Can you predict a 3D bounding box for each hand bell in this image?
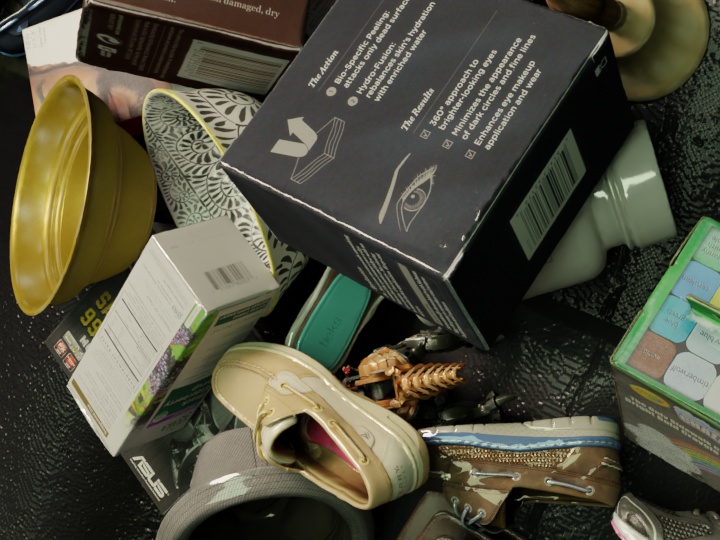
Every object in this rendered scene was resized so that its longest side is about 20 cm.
[{"bbox_3d":[0.168,-0.182,1.003,0.103,0.200,0.105,-1,88,27],"label":"hand bell"}]

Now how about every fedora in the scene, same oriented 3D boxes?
[{"bbox_3d":[-0.080,0.193,1.164,0.175,0.201,0.091,-10,50,-2],"label":"fedora"}]

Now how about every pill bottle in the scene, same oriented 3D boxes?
[{"bbox_3d":[0.125,-0.039,1.062,0.199,0.114,0.115,-17,82,13],"label":"pill bottle"}]

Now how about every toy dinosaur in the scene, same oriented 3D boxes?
[{"bbox_3d":[0.040,0.093,1.097,0.200,0.135,0.103,-149,53,-66],"label":"toy dinosaur"}]

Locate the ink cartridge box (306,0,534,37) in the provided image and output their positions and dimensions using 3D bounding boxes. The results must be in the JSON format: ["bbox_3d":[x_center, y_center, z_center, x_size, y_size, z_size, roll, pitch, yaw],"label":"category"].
[{"bbox_3d":[0.064,-0.179,1.125,0.200,0.076,0.137,46,109,22],"label":"ink cartridge box"}]

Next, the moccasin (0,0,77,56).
[{"bbox_3d":[-0.281,-0.276,1.307,0.080,0.068,0.201,41,107,21],"label":"moccasin"}]

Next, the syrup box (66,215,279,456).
[{"bbox_3d":[-0.152,0.054,1.141,0.082,0.078,0.200,52,132,19],"label":"syrup box"}]

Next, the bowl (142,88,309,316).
[{"bbox_3d":[-0.088,-0.073,1.174,0.201,0.094,0.202,46,153,31],"label":"bowl"}]

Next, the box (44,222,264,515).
[{"bbox_3d":[-0.165,0.085,1.255,0.158,0.048,0.200,-45,71,20],"label":"box"}]

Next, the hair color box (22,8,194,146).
[{"bbox_3d":[-0.195,-0.182,1.266,0.199,0.064,0.112,-14,84,28],"label":"hair color box"}]

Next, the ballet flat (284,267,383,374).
[{"bbox_3d":[0.000,0.000,1.154,0.069,0.070,0.201,30,76,24],"label":"ballet flat"}]

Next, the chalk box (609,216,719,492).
[{"bbox_3d":[0.248,0.058,0.943,0.124,0.200,0.124,30,76,23],"label":"chalk box"}]

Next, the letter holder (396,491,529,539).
[{"bbox_3d":[0.048,0.286,1.117,0.142,0.100,0.201,29,102,26],"label":"letter holder"}]

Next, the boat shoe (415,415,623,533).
[{"bbox_3d":[0.094,0.154,1.065,0.198,0.072,0.073,-10,67,18],"label":"boat shoe"}]

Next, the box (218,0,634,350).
[{"bbox_3d":[0.048,-0.087,0.979,0.199,0.118,0.197,28,75,30],"label":"box"}]

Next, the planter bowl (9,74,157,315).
[{"bbox_3d":[-0.225,-0.057,1.213,0.200,0.083,0.202,-25,60,55],"label":"planter bowl"}]

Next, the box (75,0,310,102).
[{"bbox_3d":[-0.121,-0.258,1.119,0.163,0.166,0.202,11,80,-12],"label":"box"}]

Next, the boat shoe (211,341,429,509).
[{"bbox_3d":[-0.044,0.113,1.059,0.199,0.069,0.074,23,126,34],"label":"boat shoe"}]

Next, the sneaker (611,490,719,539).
[{"bbox_3d":[0.280,0.197,1.022,0.199,0.080,0.087,24,88,17],"label":"sneaker"}]
